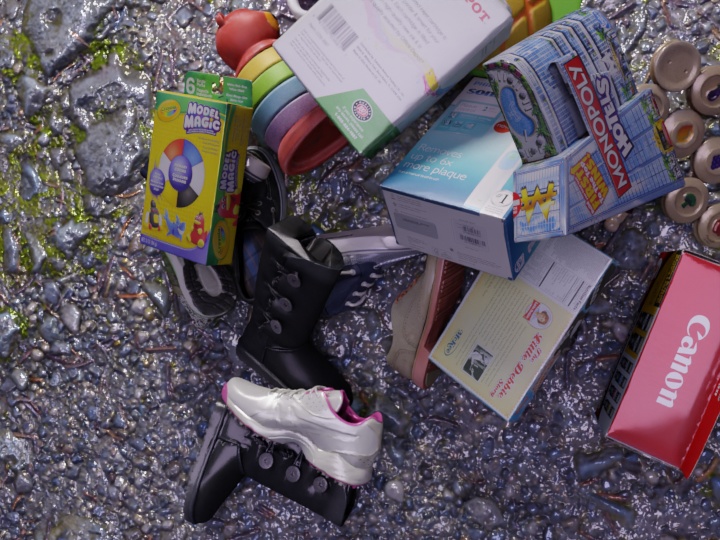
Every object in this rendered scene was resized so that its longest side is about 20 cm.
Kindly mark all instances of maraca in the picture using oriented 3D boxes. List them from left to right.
[{"bbox_3d":[0.162,-0.278,0.844,0.197,0.107,0.139,18,88,3],"label":"maraca"}]

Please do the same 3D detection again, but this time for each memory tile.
[{"bbox_3d":[0.356,-0.130,0.797,0.198,0.017,0.154,32,103,-12],"label":"memory tile"}]

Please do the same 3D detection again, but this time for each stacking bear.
[{"bbox_3d":[-0.101,-0.227,0.905,0.113,0.121,0.201,-39,79,20],"label":"stacking bear"}]

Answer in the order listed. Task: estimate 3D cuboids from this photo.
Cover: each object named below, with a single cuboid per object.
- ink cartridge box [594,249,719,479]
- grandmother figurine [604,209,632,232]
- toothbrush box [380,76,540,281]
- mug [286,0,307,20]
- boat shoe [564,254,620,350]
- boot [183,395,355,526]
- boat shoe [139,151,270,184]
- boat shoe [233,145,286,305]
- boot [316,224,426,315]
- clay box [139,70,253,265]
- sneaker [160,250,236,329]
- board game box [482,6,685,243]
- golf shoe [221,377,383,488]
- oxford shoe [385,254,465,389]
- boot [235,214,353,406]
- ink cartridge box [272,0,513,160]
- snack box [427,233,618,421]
[{"bbox_3d":[0.320,0.086,0.770,0.083,0.175,0.203,22,94,12],"label":"ink cartridge box"},{"bbox_3d":[0.261,-0.102,0.845,0.198,0.061,0.122,-31,92,14],"label":"grandmother figurine"},{"bbox_3d":[0.138,-0.103,0.788,0.145,0.086,0.200,20,54,34],"label":"toothbrush box"},{"bbox_3d":[-0.029,-0.370,0.859,0.173,0.147,0.204,-5,71,26],"label":"mug"},{"bbox_3d":[0.215,0.062,0.852,0.199,0.072,0.065,-41,87,13],"label":"boat shoe"},{"bbox_3d":[-0.104,0.263,0.926,0.197,0.066,0.168,18,96,8],"label":"boot"},{"bbox_3d":[-0.191,-0.119,0.917,0.199,0.074,0.094,29,91,42],"label":"boat shoe"},{"bbox_3d":[-0.128,-0.056,0.936,0.067,0.057,0.204,-5,88,12],"label":"boat shoe"},{"bbox_3d":[0.000,0.000,0.909,0.196,0.073,0.092,-5,103,16],"label":"boot"},{"bbox_3d":[-0.184,-0.117,0.843,0.114,0.047,0.204,16,103,32],"label":"clay box"},{"bbox_3d":[-0.227,-0.011,0.955,0.089,0.076,0.202,-53,56,46],"label":"sneaker"},{"bbox_3d":[0.199,-0.121,0.697,0.061,0.199,0.202,-9,113,53],"label":"board game box"},{"bbox_3d":[-0.062,0.160,0.856,0.198,0.075,0.093,27,101,10],"label":"golf shoe"},{"bbox_3d":[0.069,0.035,0.868,0.073,0.070,0.203,22,110,28],"label":"oxford shoe"},{"bbox_3d":[-0.054,0.057,0.869,0.163,0.066,0.202,28,124,7],"label":"boot"},{"bbox_3d":[0.035,-0.234,0.767,0.199,0.087,0.146,-41,88,10],"label":"ink cartridge box"},{"bbox_3d":[0.171,0.045,0.811,0.116,0.037,0.202,36,102,28],"label":"snack box"}]
